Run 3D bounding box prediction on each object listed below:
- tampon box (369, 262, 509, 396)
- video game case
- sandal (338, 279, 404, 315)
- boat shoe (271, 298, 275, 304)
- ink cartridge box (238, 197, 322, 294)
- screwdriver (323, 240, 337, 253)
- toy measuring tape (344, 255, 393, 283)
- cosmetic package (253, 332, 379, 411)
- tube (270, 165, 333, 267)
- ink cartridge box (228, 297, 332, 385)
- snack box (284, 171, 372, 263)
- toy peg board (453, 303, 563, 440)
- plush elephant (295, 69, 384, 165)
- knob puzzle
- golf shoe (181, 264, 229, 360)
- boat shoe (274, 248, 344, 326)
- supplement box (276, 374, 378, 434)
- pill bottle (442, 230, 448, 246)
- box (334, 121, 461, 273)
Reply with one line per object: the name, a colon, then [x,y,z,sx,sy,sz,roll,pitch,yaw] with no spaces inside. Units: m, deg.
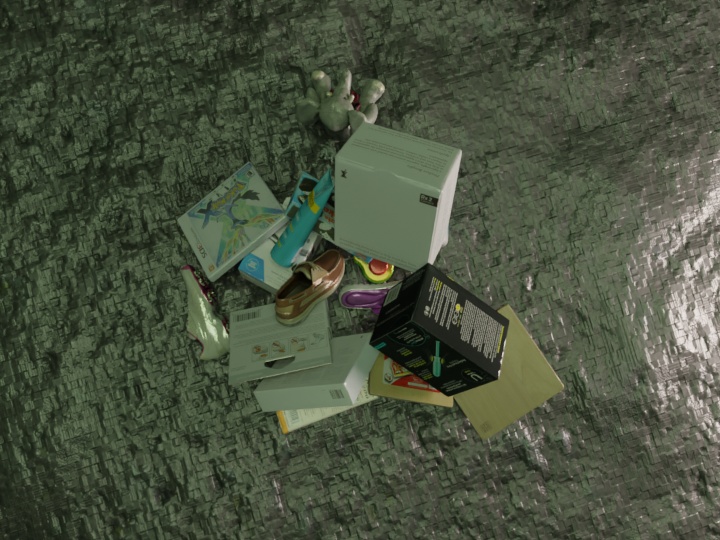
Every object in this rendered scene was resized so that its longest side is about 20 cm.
tampon box: [0.144,0.113,1.037,0.198,0.149,0.128,34,54,-16]
video game case: [-0.262,-0.104,1.155,0.199,0.022,0.183,-38,59,-1]
sandal: [0.054,0.066,1.180,0.197,0.084,0.050,-3,44,2]
boat shoe: [-0.100,0.116,1.175,0.197,0.074,0.069,31,78,15]
ink cartridge box: [-0.152,-0.057,1.165,0.114,0.067,0.203,25,75,4]
screwdriver: [-0.039,-0.119,1.216,0.027,0.029,0.204,19,86,-2]
toy measuring tape: [0.000,0.000,1.191,0.195,0.074,0.076,-12,86,-2]
cosmetic package: [-0.078,0.187,1.048,0.196,0.151,0.053,-11,116,28]
tube: [-0.101,-0.095,1.056,0.050,0.078,0.201,21,120,-28]
ink cartridge box: [-0.150,0.136,1.077,0.195,0.044,0.176,-12,46,0]
snack box: [-0.050,-0.109,1.154,0.197,0.037,0.118,29,40,-15]
toy peg board: [0.280,0.204,1.191,0.197,0.098,0.202,-36,87,10]
plush elephant: [-0.043,-0.335,1.166,0.161,0.155,0.205,15,85,-2]
knob puzzle: [0.101,0.158,1.129,0.214,0.030,0.225,6,68,-16]
golf shoe: [-0.329,0.089,1.163,0.090,0.075,0.203,-28,87,-2]
boat shoe: [-0.095,0.019,1.100,0.074,0.073,0.201,15,48,27]
supplement box: [-0.069,0.248,1.139,0.196,0.126,0.075,-19,85,-5]
pill bottle: [0.131,-0.153,1.187,0.108,0.111,0.206,2,86,-3]
box: [0.062,-0.129,1.029,0.195,0.203,0.132,20,47,15]
